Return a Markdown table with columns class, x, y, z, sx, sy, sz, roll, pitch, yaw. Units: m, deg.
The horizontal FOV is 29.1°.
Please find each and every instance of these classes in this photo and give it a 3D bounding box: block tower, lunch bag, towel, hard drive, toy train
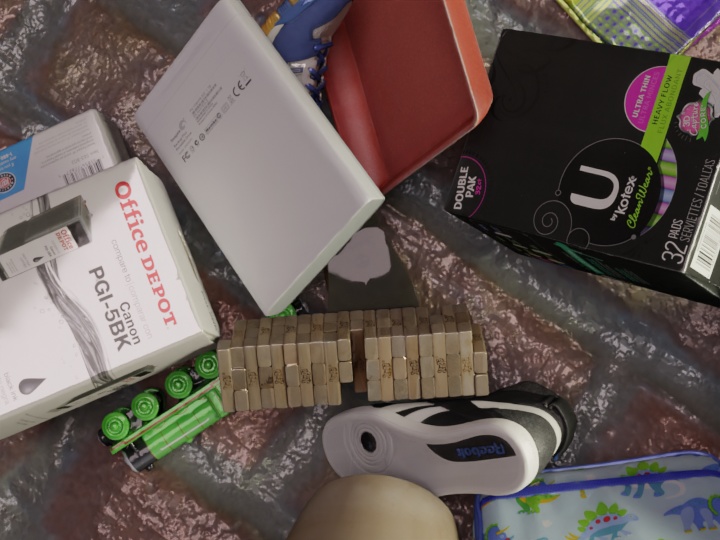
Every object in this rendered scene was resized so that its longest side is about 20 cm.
| class | x | y | z | sx | sy | sz | roll | pitch | yaw |
| --- | --- | --- | --- | --- | --- | --- | --- | --- | --- |
| block tower | -0.006 | 0.065 | 1.042 | 0.198 | 0.058 | 0.055 | -4 | 111 | 1 |
| lunch bag | 0.179 | 0.208 | 0.993 | 0.198 | 0.161 | 0.083 | -7 | 124 | 8 |
| towel | 0.251 | -0.260 | 1.102 | 0.200 | 0.023 | 0.144 | -42 | 80 | 1 |
| hard drive | -0.081 | -0.086 | 1.044 | 0.132 | 0.027 | 0.201 | -46 | 68 | 28 |
| toy train | -0.118 | 0.093 | 1.105 | 0.199 | 0.042 | 0.057 | -34 | 91 | 3 |

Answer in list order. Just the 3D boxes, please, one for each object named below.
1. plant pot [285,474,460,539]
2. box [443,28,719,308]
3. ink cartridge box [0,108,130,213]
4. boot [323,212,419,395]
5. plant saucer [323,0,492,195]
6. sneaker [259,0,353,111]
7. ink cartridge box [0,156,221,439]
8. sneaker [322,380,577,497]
| class | x | y | z | sx | sy | sz | roll | pitch | yaw |
| --- | --- | --- | --- | --- | --- | --- | --- | --- | --- |
| plant pot | 0.005 | 0.249 | 0.983 | 0.198 | 0.201 | 0.174 | 5 | 44 | 8 |
| box | 0.188 | -0.074 | 1.002 | 0.199 | 0.124 | 0.150 | 17 | 86 | 37 |
| ink cartridge box | -0.220 | -0.012 | 1.115 | 0.114 | 0.068 | 0.202 | -23 | 80 | 4 |
| boot | 0.000 | 0.000 | 1.090 | 0.073 | 0.075 | 0.202 | -17 | 99 | 0 |
| plant saucer | 0.028 | -0.172 | 1.055 | 0.036 | 0.200 | 0.202 | -11 | 79 | -27 |
| sneaker | -0.052 | -0.141 | 1.090 | 0.088 | 0.075 | 0.200 | 43 | 117 | 10 |
| ink cartridge box | -0.222 | 0.023 | 1.031 | 0.198 | 0.083 | 0.148 | -23 | 81 | -1 |
| sneaker | 0.075 | 0.128 | 1.061 | 0.199 | 0.111 | 0.074 | -1 | 103 | 41 |
